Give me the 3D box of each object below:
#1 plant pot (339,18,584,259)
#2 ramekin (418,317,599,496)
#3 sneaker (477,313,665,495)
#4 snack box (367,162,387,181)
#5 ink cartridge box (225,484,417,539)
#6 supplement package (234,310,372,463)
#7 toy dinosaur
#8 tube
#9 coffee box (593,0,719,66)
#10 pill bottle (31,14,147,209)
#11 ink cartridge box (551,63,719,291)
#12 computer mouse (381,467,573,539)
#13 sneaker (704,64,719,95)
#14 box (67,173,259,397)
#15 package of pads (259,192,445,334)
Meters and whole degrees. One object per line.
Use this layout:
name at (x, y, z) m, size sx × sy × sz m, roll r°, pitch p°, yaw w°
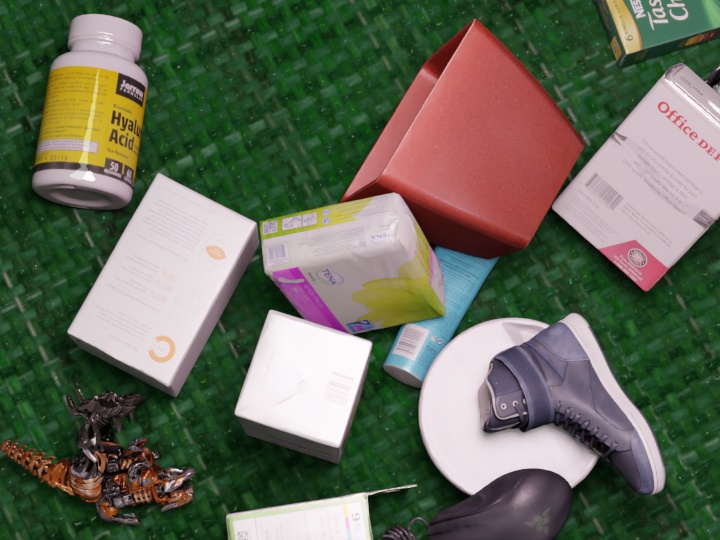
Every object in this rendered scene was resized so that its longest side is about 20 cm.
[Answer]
plant pot at (0.117, -0.117, 1.497) m, size 0.176 × 0.200 × 0.200 m, roll 33°, pitch 79°, yaw -8°
ramekin at (0.161, 0.156, 1.504) m, size 0.202 × 0.094 × 0.203 m, roll 0°, pitch 78°, yaw -1°
sneaker at (0.204, 0.159, 1.409) m, size 0.146 × 0.077 × 0.203 m, roll -23°, pitch 69°, yaw -19°
snack box at (0.110, -0.128, 1.600) m, size 0.200 × 0.024 × 0.072 m, roll -31°, pitch 81°, yaw -8°
ink cartridge box at (-0.038, 0.271, 1.466) m, size 0.200 × 0.104 × 0.059 m, roll -9°, pitch 78°, yaw -4°
supplement package at (-0.057, 0.125, 1.448) m, size 0.109 × 0.200 × 0.114 m, roll 18°, pitch 78°, yaw 3°
toy dinosaur at (-0.276, 0.201, 1.484) m, size 0.200 × 0.102 × 0.136 m, roll 7°, pitch 94°, yaw -22°
tube at (0.091, 0.032, 1.556) m, size 0.077 × 0.050 × 0.200 m, roll 28°, pitch 73°, yaw 0°
coffee box at (0.379, -0.325, 1.643) m, size 0.200 × 0.044 × 0.123 m, roll -16°, pitch 79°, yaw -5°
pill bottle at (-0.296, -0.176, 1.553) m, size 0.111 × 0.111 × 0.200 m, roll 6°, pitch 78°, yaw -1°
ink cartridge box at (0.330, -0.102, 1.519) m, size 0.146 × 0.085 × 0.200 m, roll 43°, pitch 122°, yaw 7°
computer mouse at (0.133, 0.277, 1.429) m, size 0.200 × 0.053 × 0.138 m, roll -37°, pitch 114°, yaw 22°
sneaker at (0.386, -0.184, 1.562) m, size 0.200 × 0.140 × 0.078 m, roll -35°, pitch 81°, yaw -9°
box at (-0.210, 0.018, 1.520) m, size 0.124 × 0.097 × 0.200 m, roll 27°, pitch 77°, yaw 4°
package of pads at (0.000, 0.000, 1.460) m, size 0.154 × 0.200 × 0.068 m, roll -12°, pitch 63°, yaw 13°
